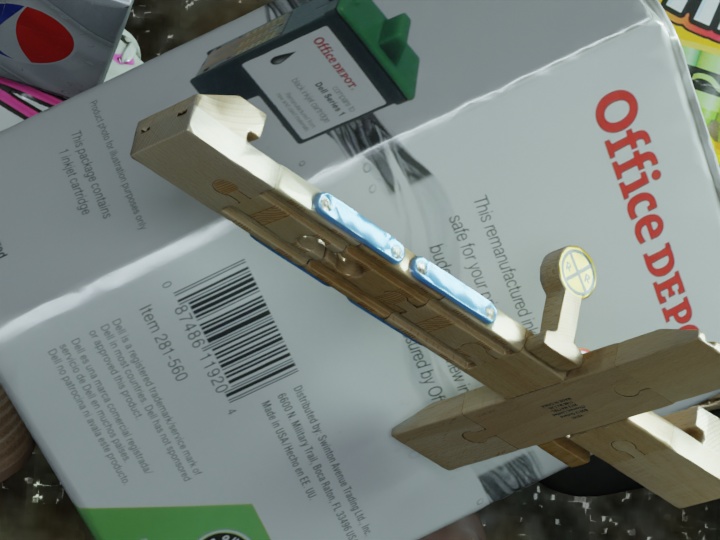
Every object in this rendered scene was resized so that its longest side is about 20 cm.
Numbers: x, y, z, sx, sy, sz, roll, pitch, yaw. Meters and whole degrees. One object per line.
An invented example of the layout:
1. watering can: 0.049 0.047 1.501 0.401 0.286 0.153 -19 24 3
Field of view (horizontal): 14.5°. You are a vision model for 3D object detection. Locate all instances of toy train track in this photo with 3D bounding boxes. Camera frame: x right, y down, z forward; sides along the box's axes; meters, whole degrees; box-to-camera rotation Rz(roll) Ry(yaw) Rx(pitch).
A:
1. toy train track: 0.026 0.003 0.728 0.200 0.114 0.033 32 55 -31

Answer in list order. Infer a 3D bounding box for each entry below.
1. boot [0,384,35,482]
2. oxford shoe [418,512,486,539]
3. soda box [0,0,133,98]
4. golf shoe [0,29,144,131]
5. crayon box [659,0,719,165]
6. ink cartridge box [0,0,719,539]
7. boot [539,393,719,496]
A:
1. boot: -0.203 0.013 0.813 0.199 0.077 0.156 -14 118 4
2. oxford shoe: -0.052 0.120 0.883 0.199 0.071 0.073 -22 56 -3
3. soda box: -0.079 -0.156 0.862 0.063 0.068 0.201 18 63 -7
4. golf shoe: -0.081 -0.040 0.879 0.199 0.073 0.093 18 81 -7
5. crayon box: 0.116 -0.094 0.872 0.199 0.058 0.173 18 110 3
6. ink cartridge box: 0.000 0.000 0.797 0.199 0.084 0.146 -25 133 -2
7. boot: 0.152 0.091 0.905 0.199 0.077 0.139 -6 91 -8
